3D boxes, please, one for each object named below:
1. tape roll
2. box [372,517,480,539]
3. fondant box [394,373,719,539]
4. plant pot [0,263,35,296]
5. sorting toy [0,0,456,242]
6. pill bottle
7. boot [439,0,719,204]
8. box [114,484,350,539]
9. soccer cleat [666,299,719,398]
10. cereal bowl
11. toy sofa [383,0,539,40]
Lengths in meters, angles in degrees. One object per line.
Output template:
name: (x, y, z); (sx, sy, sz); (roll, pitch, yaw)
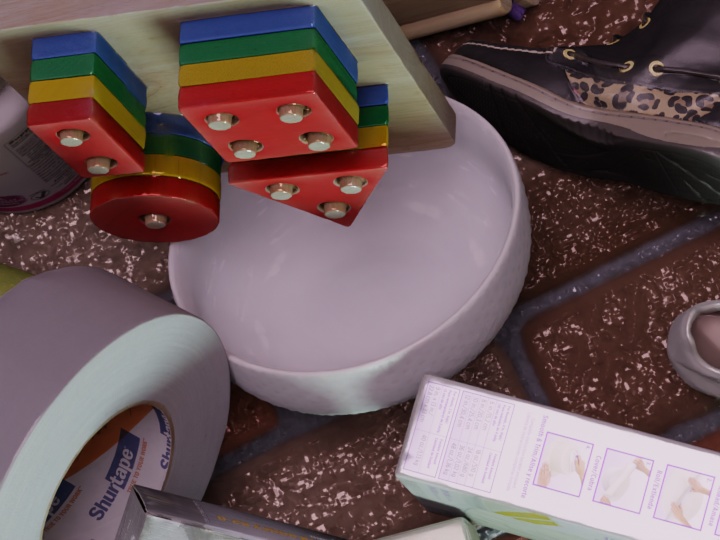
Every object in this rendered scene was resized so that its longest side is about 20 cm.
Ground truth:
tape roll: (-0.151, 0.099, 1.269); (0.066, 0.200, 0.200); (26, 83, 24)
box: (-0.028, 0.191, 1.356); (0.200, 0.082, 0.068); (-16, 78, 6)
fondant box: (0.127, 0.116, 1.315); (0.200, 0.144, 0.058); (14, 80, 11)
plant pot: (-0.233, 0.061, 1.371); (0.184, 0.200, 0.200); (27, 83, 24)
sorting toy: (-0.071, -0.075, 1.287); (0.200, 0.199, 0.070); (-6, 69, 16)
pill bottle: (-0.213, -0.106, 1.384); (0.113, 0.200, 0.113); (-2, 78, 8)
boot: (0.157, -0.127, 1.395); (0.200, 0.073, 0.151); (18, 68, 36)
box: (-0.067, 0.221, 1.263); (0.158, 0.048, 0.200); (17, 99, -18)
soccer cleat: (0.262, 0.050, 1.343); (0.200, 0.078, 0.069); (5, 79, 9)
cereal bowl: (0.000, 0.000, 1.373); (0.200, 0.083, 0.200); (-10, 48, 11)
toy sofa: (0.037, -0.234, 1.445); (0.083, 0.098, 0.200); (-12, 76, 31)
